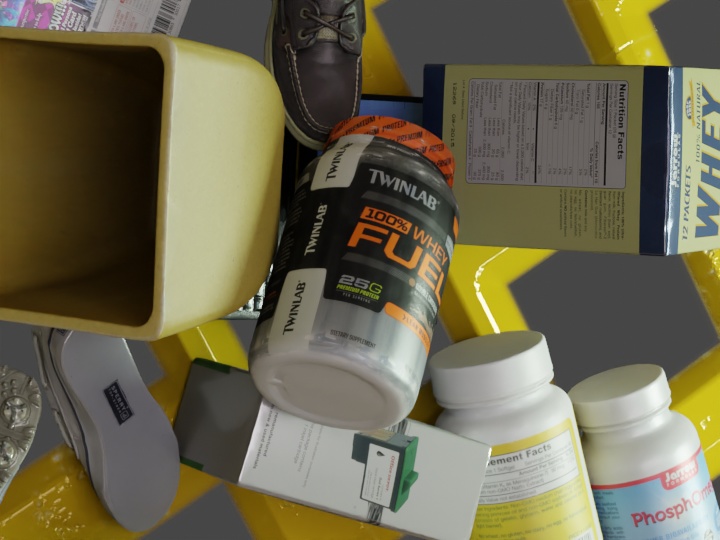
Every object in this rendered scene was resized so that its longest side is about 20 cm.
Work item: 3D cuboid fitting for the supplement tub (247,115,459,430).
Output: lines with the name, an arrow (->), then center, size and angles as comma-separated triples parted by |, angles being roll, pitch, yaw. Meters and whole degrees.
supplement tub -> 0.000, 0.000, 1.650 | 0.122, 0.122, 0.201 | 28, 59, -25

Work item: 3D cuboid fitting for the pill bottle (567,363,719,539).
pill bottle -> 0.233, 0.184, 1.906 | 0.108, 0.109, 0.201 | -23, 104, -22

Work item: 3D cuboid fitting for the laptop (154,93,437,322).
laptop -> -0.045, -0.047, 1.753 | 0.199, 0.103, 0.179 | 1, 93, -39

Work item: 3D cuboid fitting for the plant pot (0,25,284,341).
plant pot -> -0.154, -0.065, 1.613 | 0.200, 0.194, 0.196 | -5, 100, -59

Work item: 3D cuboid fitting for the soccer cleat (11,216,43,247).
soccer cleat -> -0.316, -0.023, 1.649 | 0.199, 0.069, 0.078 | -21, 99, -20

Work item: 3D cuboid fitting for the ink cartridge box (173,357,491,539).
ink cartridge box -> -0.023, 0.136, 1.758 | 0.199, 0.146, 0.085 | 18, 86, -27

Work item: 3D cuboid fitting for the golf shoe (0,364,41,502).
golf shoe -> -0.288, 0.159, 1.670 | 0.078, 0.097, 0.201 | 31, 85, 10

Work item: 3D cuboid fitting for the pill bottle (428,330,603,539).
pill bottle -> 0.121, 0.156, 1.847 | 0.114, 0.114, 0.202 | -18, 102, -23

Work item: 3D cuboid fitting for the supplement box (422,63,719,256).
supplement box -> 0.177, -0.087, 1.766 | 0.200, 0.198, 0.135 | -7, 99, -60

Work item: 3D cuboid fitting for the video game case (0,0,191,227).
video game case -> -0.230, -0.156, 1.695 | 0.180, 0.036, 0.201 | 21, 85, -26

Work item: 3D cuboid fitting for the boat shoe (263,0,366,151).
boat shoe -> -0.032, -0.188, 1.733 | 0.073, 0.065, 0.202 | -1, 68, -18

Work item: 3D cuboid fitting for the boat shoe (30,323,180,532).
boat shoe -> -0.192, 0.104, 1.719 | 0.072, 0.066, 0.201 | -39, 131, -21
